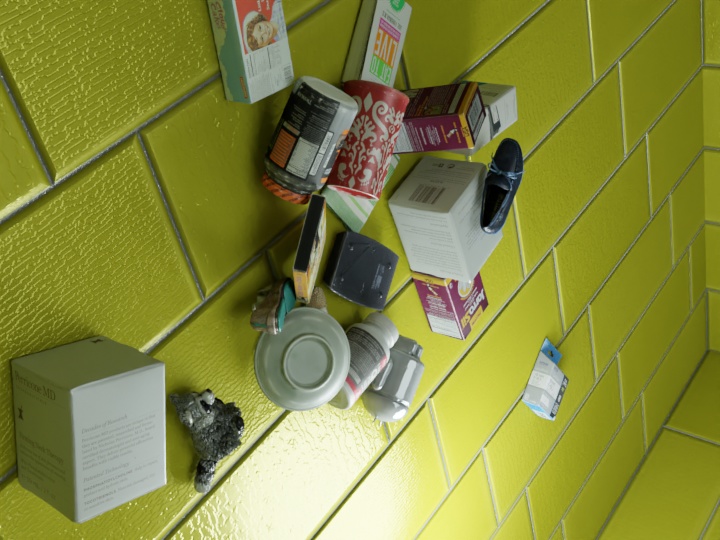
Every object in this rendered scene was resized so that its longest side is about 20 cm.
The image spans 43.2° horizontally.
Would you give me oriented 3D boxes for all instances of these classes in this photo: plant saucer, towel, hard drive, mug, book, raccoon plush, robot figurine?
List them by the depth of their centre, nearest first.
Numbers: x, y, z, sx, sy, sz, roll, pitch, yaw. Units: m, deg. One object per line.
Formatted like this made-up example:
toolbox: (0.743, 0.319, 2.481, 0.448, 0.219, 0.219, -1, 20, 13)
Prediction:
raccoon plush: (-0.287, 0.303, 1.595, 0.132, 0.096, 0.205, 13, 92, -45)
plant saucer: (-0.105, 0.173, 1.740, 0.196, 0.050, 0.205, -2, 94, -21)
mug: (-0.011, -0.252, 1.752, 0.133, 0.173, 0.205, 35, 68, -84)
book: (0.037, -0.450, 1.807, 0.133, 0.047, 0.205, 16, 87, -57)
towel: (0.000, -0.192, 1.857, 0.153, 0.023, 0.203, 47, 66, -47)
hard drive: (0.000, 0.000, 1.899, 0.199, 0.042, 0.138, 24, 82, -53)
robot figurine: (0.071, 0.247, 2.012, 0.169, 0.111, 0.204, 38, 71, -57)

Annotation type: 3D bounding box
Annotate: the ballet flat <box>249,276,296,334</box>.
ballet flat: (-0.164, 0.059, 1.675, 0.200, 0.066, 0.070, -68, 157, -73)

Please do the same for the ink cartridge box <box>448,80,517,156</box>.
ink cartridge box: (0.237, -0.340, 2.011, 0.199, 0.143, 0.086, -38, 130, -38)

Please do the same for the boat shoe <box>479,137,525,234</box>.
boat shoe: (0.296, -0.176, 1.894, 0.068, 0.082, 0.205, 6, 92, -65)

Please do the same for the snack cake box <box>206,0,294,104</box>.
snack cake box: (-0.184, -0.395, 1.516, 0.114, 0.066, 0.204, -33, 126, -41)

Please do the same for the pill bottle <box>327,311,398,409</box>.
pill bottle: (-0.007, 0.182, 1.893, 0.200, 0.109, 0.112, -47, 134, -32)

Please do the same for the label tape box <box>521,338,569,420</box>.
label tape box: (0.566, 0.327, 2.715, 0.143, 0.065, 0.203, 40, 71, -50)

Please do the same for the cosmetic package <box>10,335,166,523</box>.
cosmetic package: (-0.402, 0.228, 1.354, 0.165, 0.165, 0.205, -15, 112, -48)

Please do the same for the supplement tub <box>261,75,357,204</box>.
supplement tub: (-0.095, -0.229, 1.609, 0.121, 0.122, 0.203, 1, 121, -52)

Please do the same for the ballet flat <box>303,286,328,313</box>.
ballet flat: (-0.094, 0.136, 1.804, 0.070, 0.064, 0.205, 19, 86, -55)

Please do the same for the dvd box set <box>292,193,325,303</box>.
dvd box set: (-0.092, -0.036, 1.675, 0.200, 0.029, 0.149, 96, 7, -72)

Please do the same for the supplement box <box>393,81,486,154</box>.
supplement box: (0.142, -0.306, 1.838, 0.087, 0.196, 0.111, 65, 37, -37)

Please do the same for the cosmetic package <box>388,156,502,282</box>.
cosmetic package: (0.189, -0.114, 1.992, 0.167, 0.165, 0.202, -51, 137, -32)

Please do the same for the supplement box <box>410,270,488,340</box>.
supplement box: (0.212, 0.043, 2.137, 0.132, 0.102, 0.202, -51, 137, -30)
